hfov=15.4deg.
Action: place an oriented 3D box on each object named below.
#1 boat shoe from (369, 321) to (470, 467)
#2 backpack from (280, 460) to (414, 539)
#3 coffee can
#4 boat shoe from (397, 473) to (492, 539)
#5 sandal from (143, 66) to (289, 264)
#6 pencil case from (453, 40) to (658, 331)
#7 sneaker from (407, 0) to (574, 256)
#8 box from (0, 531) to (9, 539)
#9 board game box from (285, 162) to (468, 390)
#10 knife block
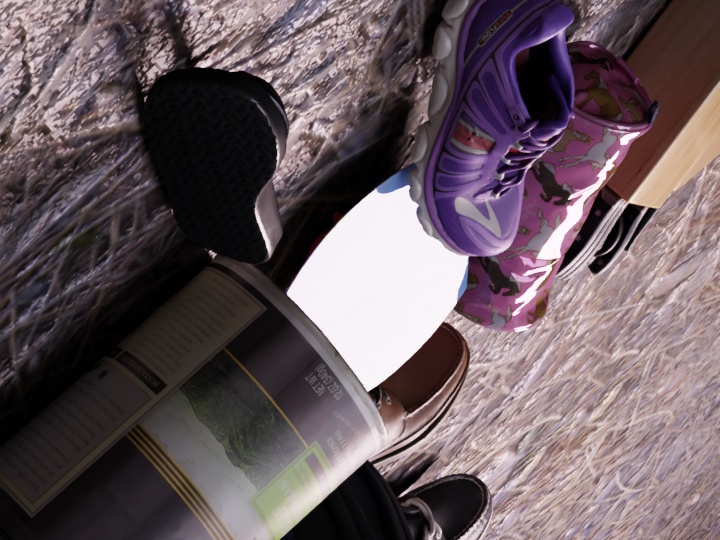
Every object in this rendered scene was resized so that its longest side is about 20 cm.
[{"bbox_3d":[-0.002,0.094,1.759,0.200,0.072,0.068,-38,159,-21],"label":"boat shoe"},{"bbox_3d":[-0.055,0.191,1.606,0.167,0.201,0.162,-30,147,16],"label":"backpack"},{"bbox_3d":[-0.105,0.108,1.480,0.200,0.146,0.147,-42,159,-13],"label":"coffee can"},{"bbox_3d":[0.026,0.208,2.033,0.199,0.074,0.060,-26,157,-27],"label":"boat shoe"},{"bbox_3d":[-0.069,-0.065,1.362,0.201,0.075,0.048,98,15,-68],"label":"sandal"},{"bbox_3d":[0.118,-0.051,1.719,0.086,0.083,0.201,15,129,-16],"label":"pencil case"},{"bbox_3d":[0.082,-0.081,1.538,0.080,0.083,0.201,-32,143,-33],"label":"sneaker"},{"bbox_3d":[-0.261,0.218,1.417,0.197,0.117,0.200,-41,160,-13],"label":"box"},{"bbox_3d":[0.000,0.000,1.642,0.158,0.039,0.201,-35,149,-26],"label":"board game box"},{"bbox_3d":[0.183,-0.087,1.791,0.175,0.064,0.200,-38,158,-28],"label":"knife block"}]
